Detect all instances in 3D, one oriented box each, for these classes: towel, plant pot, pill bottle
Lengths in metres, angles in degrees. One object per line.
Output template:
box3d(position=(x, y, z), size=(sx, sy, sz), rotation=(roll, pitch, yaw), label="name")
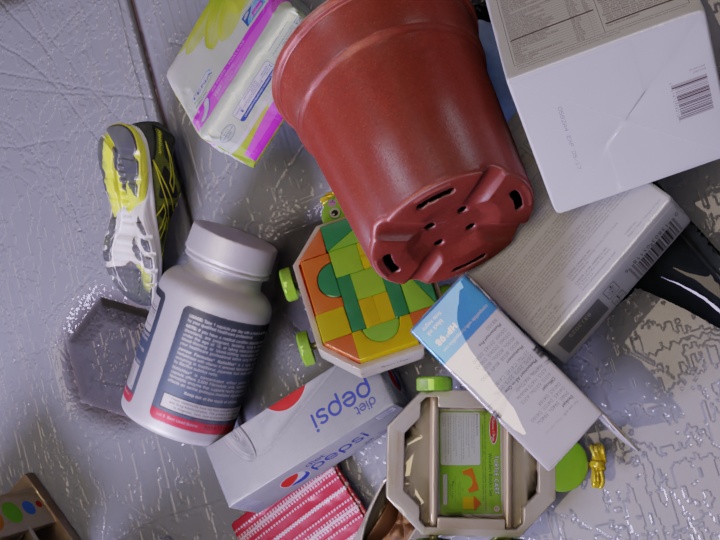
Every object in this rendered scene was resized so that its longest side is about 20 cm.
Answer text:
box3d(position=(-0.029, 0.301, 1.175), size=(0.144, 0.022, 0.201), rotation=(-39, 74, 18), label="towel")
box3d(position=(0.044, -0.109, 1.007), size=(0.200, 0.200, 0.197), rotation=(-34, 57, 19), label="plant pot")
box3d(position=(-0.155, 0.060, 1.181), size=(0.118, 0.119, 0.203), rotation=(23, 98, 22), label="pill bottle")

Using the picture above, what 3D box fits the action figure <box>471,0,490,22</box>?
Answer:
box3d(position=(0.105, -0.339, 1.081), size=(0.117, 0.102, 0.203), rotation=(-22, 80, 7), label="action figure")

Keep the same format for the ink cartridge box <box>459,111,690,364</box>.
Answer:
box3d(position=(0.163, -0.039, 1.027), size=(0.163, 0.050, 0.200), rotation=(-49, 42, 7), label="ink cartridge box")

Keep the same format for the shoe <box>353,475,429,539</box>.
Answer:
box3d(position=(0.043, 0.231, 1.113), size=(0.069, 0.053, 0.202), rotation=(29, 89, 17), label="shoe")

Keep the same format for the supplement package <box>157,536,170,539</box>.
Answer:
box3d(position=(-0.260, 0.387, 1.178), size=(0.151, 0.199, 0.152), rotation=(-39, 75, 19), label="supplement package")

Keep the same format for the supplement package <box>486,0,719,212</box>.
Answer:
box3d(position=(0.191, -0.189, 0.954), size=(0.149, 0.152, 0.202), rotation=(-18, 47, 13), label="supplement package")

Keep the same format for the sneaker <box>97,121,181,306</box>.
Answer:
box3d(position=(-0.219, -0.061, 1.238), size=(0.074, 0.084, 0.203), rotation=(16, 117, 30), label="sneaker")

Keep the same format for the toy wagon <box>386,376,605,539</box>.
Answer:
box3d(position=(0.122, 0.177, 1.071), size=(0.196, 0.040, 0.158), rotation=(1, 84, -1), label="toy wagon")

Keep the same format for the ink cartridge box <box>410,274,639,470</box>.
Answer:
box3d(position=(0.134, 0.097, 0.993), size=(0.067, 0.116, 0.200), rotation=(-45, 86, 1), label="ink cartridge box")

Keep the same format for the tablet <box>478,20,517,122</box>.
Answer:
box3d(position=(0.097, -0.157, 1.130), size=(0.129, 0.014, 0.203), rotation=(26, 99, 22), label="tablet")

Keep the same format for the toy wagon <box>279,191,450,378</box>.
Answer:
box3d(position=(0.000, 0.000, 1.123), size=(0.153, 0.040, 0.203), rotation=(-17, 65, -1), label="toy wagon")

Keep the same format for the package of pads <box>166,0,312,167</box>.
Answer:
box3d(position=(-0.112, -0.203, 1.144), size=(0.155, 0.068, 0.200), rotation=(-55, 32, 13), label="package of pads")

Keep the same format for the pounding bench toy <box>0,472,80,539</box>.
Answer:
box3d(position=(-0.428, 0.342, 1.277), size=(0.200, 0.156, 0.125), rotation=(-47, 73, 16), label="pounding bench toy")

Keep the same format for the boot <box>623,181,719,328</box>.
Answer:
box3d(position=(0.233, 0.021, 1.031), size=(0.168, 0.076, 0.201), rotation=(-43, 67, 14), label="boot")

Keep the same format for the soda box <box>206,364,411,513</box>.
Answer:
box3d(position=(-0.049, 0.156, 1.145), size=(0.199, 0.063, 0.069), rotation=(-33, 64, 14), label="soda box")
